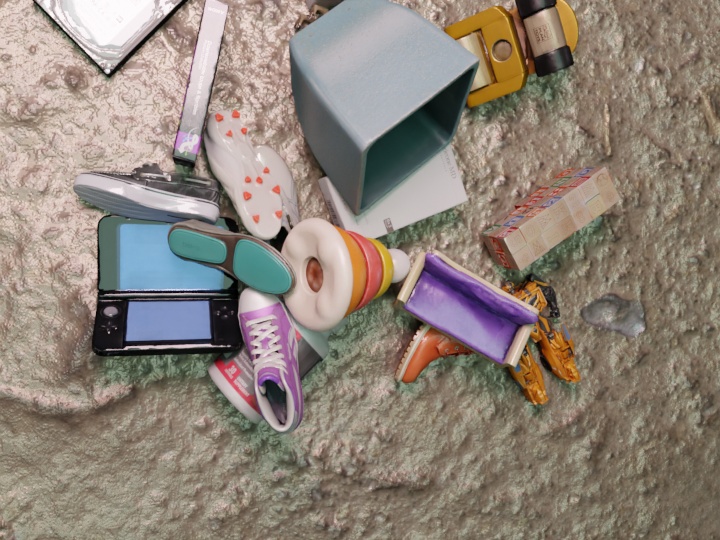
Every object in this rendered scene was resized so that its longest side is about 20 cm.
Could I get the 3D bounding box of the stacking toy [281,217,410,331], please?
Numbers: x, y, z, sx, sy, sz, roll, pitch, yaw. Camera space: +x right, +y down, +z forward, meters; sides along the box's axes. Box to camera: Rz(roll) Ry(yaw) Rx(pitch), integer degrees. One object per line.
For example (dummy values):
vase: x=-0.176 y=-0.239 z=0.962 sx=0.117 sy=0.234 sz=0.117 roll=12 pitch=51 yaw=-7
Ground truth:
stacking toy: x=0.000 y=0.000 z=0.983 sx=0.198 sy=0.145 sz=0.149 roll=-5 pitch=98 yaw=-42

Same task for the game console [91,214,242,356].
game console: x=-0.264 y=0.018 z=0.983 sx=0.196 sy=0.177 sz=0.118 roll=0 pitch=124 yaw=-15

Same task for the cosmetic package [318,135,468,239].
cosmetic package: x=0.049 y=-0.121 z=1.070 sx=0.197 sy=0.081 sz=0.115 roll=-24 pitch=99 yaw=-11

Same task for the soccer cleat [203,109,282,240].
soccer cleat: x=-0.163 y=-0.126 z=0.983 sx=0.068 sy=0.078 sz=0.203 roll=-14 pitch=73 yaw=-35

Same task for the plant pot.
plant pot: x=0.007 y=-0.236 z=0.948 sx=0.195 sy=0.197 sz=0.200 roll=-39 pitch=77 yaw=-15

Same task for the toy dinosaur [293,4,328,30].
toy dinosaur: x=-0.043 y=-0.343 z=1.047 sx=0.100 sy=0.058 sz=0.202 roll=26 pitch=95 yaw=-31

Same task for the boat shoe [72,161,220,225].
boat shoe: x=-0.292 y=-0.113 z=0.992 sx=0.197 sy=0.072 sz=0.072 roll=12 pitch=69 yaw=-20

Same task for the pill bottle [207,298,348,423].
pill bottle: x=-0.114 y=0.113 z=1.032 sx=0.200 sy=0.111 sz=0.111 roll=-44 pitch=104 yaw=-7

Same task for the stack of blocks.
stack of blocks: x=0.291 y=-0.084 z=1.122 sx=0.198 sy=0.115 sz=0.059 roll=-34 pitch=103 yaw=-9

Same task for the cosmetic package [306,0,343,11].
cosmetic package: x=-0.032 y=-0.430 z=0.956 sx=0.073 sy=0.200 sz=0.104 roll=-17 pitch=100 yaw=-12

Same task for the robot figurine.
robot figurine: x=0.282 y=0.108 z=1.167 sx=0.143 sy=0.058 sz=0.203 roll=-29 pitch=103 yaw=-12

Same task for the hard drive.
hard drive: x=-0.323 y=-0.385 z=0.966 sx=0.200 sy=0.038 sz=0.140 roll=-46 pitch=105 yaw=-8

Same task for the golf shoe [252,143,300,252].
golf shoe: x=-0.116 y=-0.085 z=1.021 sx=0.077 sy=0.097 sz=0.204 roll=-17 pitch=98 yaw=-11

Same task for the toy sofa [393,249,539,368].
toy sofa: x=0.153 y=0.058 z=1.037 sx=0.198 sy=0.098 sz=0.084 roll=30 pitch=75 yaw=-2

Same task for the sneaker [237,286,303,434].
sneaker: x=-0.115 y=0.109 z=0.920 sx=0.071 sy=0.114 sz=0.204 roll=-18 pitch=81 yaw=-3

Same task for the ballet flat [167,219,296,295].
ballet flat: x=-0.166 y=-0.025 z=0.964 sx=0.197 sy=0.064 sz=0.069 roll=19 pitch=110 yaw=13

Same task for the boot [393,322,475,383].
boot: x=0.137 y=0.111 z=1.105 sx=0.107 sy=0.075 sz=0.201 roll=40 pitch=84 yaw=5

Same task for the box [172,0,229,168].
box: x=-0.215 y=-0.243 z=0.954 sx=0.035 sy=0.143 sz=0.204 roll=14 pitch=91 yaw=-14

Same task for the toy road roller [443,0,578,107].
toy road roller: x=0.235 y=-0.344 z=1.096 sx=0.197 sy=0.146 sz=0.125 roll=-16 pitch=102 yaw=25
